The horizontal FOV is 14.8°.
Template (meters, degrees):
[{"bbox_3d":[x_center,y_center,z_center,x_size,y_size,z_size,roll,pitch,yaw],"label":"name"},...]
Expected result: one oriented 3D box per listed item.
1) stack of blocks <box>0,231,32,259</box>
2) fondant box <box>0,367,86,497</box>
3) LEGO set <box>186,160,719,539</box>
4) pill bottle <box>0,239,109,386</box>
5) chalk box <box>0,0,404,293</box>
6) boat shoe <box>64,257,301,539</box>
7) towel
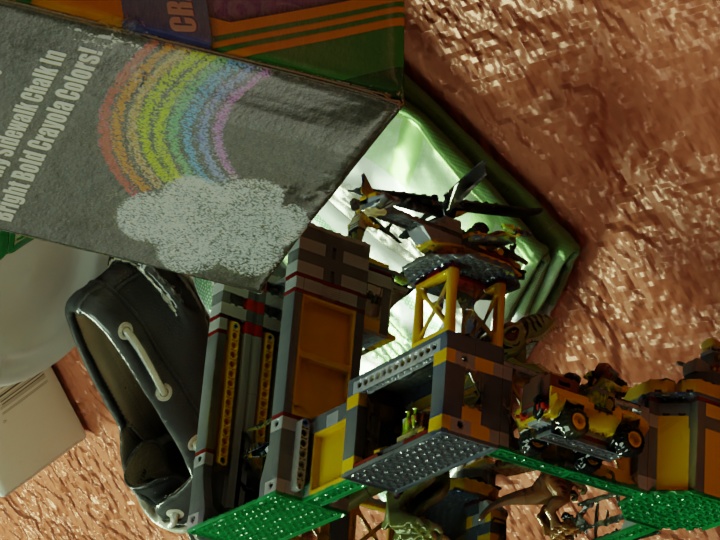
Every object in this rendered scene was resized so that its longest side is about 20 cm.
[{"bbox_3d":[-0.157,-0.049,1.032,0.059,0.200,0.115,43,148,18],"label":"stack of blocks"},{"bbox_3d":[-0.236,0.029,1.383,0.200,0.058,0.145,5,125,53],"label":"fondant box"},{"bbox_3d":[0.034,0.031,0.928,0.153,0.116,0.200,15,155,-21],"label":"LEGO set"},{"bbox_3d":[-0.204,-0.040,1.205,0.200,0.111,0.112,31,144,35],"label":"pill bottle"},{"bbox_3d":[-0.098,-0.093,0.857,0.199,0.124,0.124,15,146,-18],"label":"chalk box"},{"bbox_3d":[-0.077,0.075,1.194,0.074,0.060,0.200,26,141,39],"label":"boat shoe"},{"bbox_3d":[0.000,0.000,1.032,0.149,0.031,0.200,44,150,16],"label":"towel"}]
